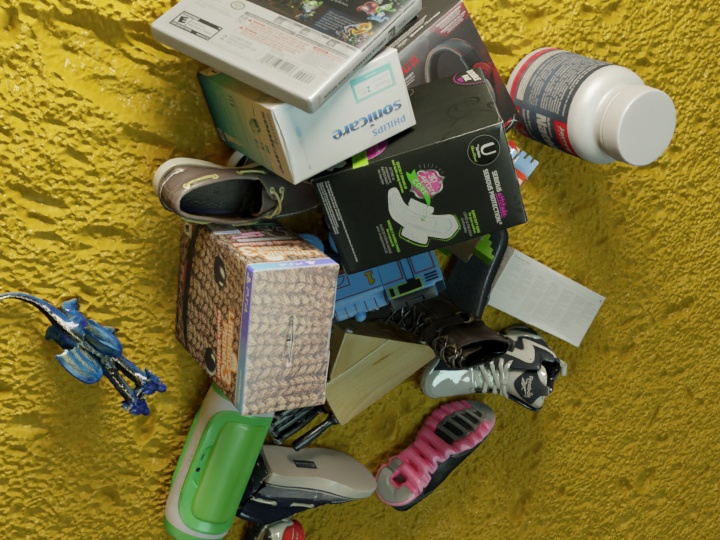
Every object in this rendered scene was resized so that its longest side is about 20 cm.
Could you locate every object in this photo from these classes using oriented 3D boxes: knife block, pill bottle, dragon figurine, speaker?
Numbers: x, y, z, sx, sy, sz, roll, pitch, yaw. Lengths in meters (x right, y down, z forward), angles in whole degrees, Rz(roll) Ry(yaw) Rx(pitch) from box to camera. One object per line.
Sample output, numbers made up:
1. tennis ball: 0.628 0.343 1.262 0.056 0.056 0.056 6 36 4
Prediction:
1. knife block: -0.022 0.151 1.333 0.199 0.064 0.176 10 105 -34
2. pill bottle: 0.279 -0.196 1.283 0.119 0.200 0.120 -12 115 -26
3. dragon figurine: -0.290 0.080 1.118 0.059 0.099 0.200 -49 126 -5
4. speaker: -0.169 0.226 1.263 0.088 0.088 0.201 15 102 -35

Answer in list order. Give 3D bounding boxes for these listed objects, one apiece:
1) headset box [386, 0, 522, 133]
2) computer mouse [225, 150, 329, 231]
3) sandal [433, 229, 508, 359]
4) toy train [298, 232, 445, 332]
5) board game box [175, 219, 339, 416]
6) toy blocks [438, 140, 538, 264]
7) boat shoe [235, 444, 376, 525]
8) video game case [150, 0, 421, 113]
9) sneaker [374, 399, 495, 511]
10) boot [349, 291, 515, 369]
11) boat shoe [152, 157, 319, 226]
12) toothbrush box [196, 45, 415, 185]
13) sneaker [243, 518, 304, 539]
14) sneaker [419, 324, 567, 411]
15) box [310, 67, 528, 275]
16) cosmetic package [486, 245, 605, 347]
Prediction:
1. headset box: 0.079 -0.214 1.232 0.149 0.075 0.200 -41 125 -9
2. computer mouse: -0.072 -0.108 1.206 0.199 0.044 0.110 13 115 -37
3. sandal: 0.141 0.029 1.378 0.043 0.076 0.201 18 102 -58
4. toy train: 0.000 0.000 1.218 0.199 0.115 0.087 -19 165 2
5. board game box: -0.117 0.037 1.142 0.097 0.200 0.160 -5 112 -30
6. toy blocks: 0.157 -0.094 1.278 0.100 0.200 0.137 36 77 6
7. boat shoe: -0.077 0.282 1.360 0.200 0.075 0.093 19 118 -37
8. video game case: -0.071 -0.246 1.030 0.182 0.200 0.023 -48 153 -29
9. sneaker: 0.106 0.260 1.463 0.200 0.079 0.096 -37 146 -12
10. boot: 0.070 0.060 1.272 0.199 0.174 0.069 -7 124 -34
11. boat shoe: -0.118 -0.080 1.124 0.199 0.060 0.072 1 121 -33
12. toothbrush box: -0.060 -0.177 1.087 0.146 0.200 0.086 -28 121 -17
13. sneaker: -0.114 0.417 1.386 0.085 0.077 0.201 -1 114 -42
14. sneaker: 0.189 0.142 1.415 0.198 0.130 0.080 -9 114 -28
15. box: 0.057 -0.108 1.117 0.199 0.149 0.125 -15 123 6
16. cosmetic package: 0.243 0.032 1.451 0.200 0.051 0.083 25 98 -36
